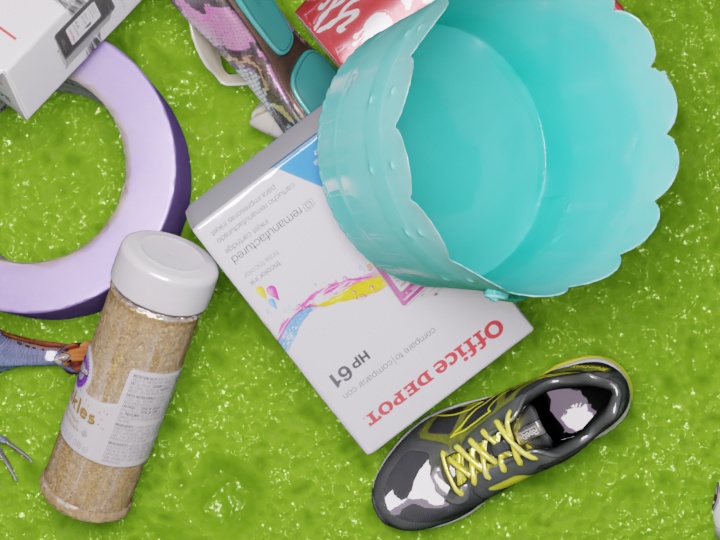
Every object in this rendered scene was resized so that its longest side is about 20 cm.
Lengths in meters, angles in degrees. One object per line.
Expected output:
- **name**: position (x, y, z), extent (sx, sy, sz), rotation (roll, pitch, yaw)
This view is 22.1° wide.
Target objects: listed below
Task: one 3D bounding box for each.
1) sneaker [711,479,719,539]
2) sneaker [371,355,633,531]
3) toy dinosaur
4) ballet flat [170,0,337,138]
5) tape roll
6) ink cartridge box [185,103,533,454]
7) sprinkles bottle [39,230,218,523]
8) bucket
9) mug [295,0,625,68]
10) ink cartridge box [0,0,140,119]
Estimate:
- **sneaker**: position (0.340, 0.161, 1.246), extent (0.200, 0.074, 0.089), rotation (6, 88, 2)
- **sneaker**: position (0.095, 0.113, 1.255), extent (0.200, 0.085, 0.075), rotation (-31, 84, 0)
- **toy dinosaur**: position (-0.280, 0.046, 1.278), extent (0.181, 0.105, 0.200), rotation (-15, 72, -19)
- **ballet flat**: position (-0.064, -0.139, 1.282), extent (0.071, 0.069, 0.200), rotation (-25, 114, 35)
- **tape roll**: position (-0.221, -0.067, 1.282), extent (0.200, 0.085, 0.200), rotation (0, 84, 2)
- **ink cartridge box**: position (0.000, 0.000, 1.239), extent (0.144, 0.085, 0.200), rotation (-37, 105, 0)
- **sprinkles bottle**: position (-0.157, 0.073, 1.237), extent (0.068, 0.068, 0.200), rotation (24, 114, 4)
- **bucket**: position (0.081, -0.080, 1.139), extent (0.207, 0.135, 0.207), rotation (2, 86, -27)
- **mug**: position (0.075, -0.186, 1.252), extent (0.200, 0.133, 0.178), rotation (-39, 61, 3)
- **ink cartridge box**: position (-0.229, -0.186, 1.220), extent (0.116, 0.067, 0.200), rotation (36, 74, 18)
